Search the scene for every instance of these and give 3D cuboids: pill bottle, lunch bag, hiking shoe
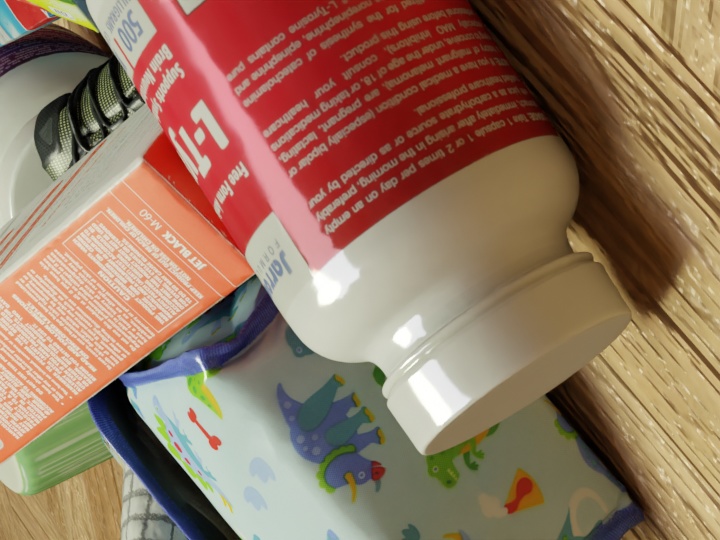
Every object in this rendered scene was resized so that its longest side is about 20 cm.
[{"bbox_3d":[0.002,-0.043,0.935,0.200,0.112,0.112,57,163,12],"label":"pill bottle"},{"bbox_3d":[-0.014,0.074,1.098,0.170,0.127,0.200,52,161,-10],"label":"lunch bag"},{"bbox_3d":[-0.144,-0.053,1.310,0.112,0.112,0.200,66,169,-18],"label":"pill bottle"},{"bbox_3d":[-0.086,-0.061,1.136,0.200,0.100,0.076,89,180,-46],"label":"hiking shoe"}]

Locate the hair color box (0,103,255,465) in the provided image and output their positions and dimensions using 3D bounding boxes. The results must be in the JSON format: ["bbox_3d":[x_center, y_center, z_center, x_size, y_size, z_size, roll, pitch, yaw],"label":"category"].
[{"bbox_3d":[-0.093,-0.009,1.069,0.064,0.111,0.200,45,135,-12],"label":"hair color box"}]

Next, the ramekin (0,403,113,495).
[{"bbox_3d":[-0.211,0.041,1.711,0.200,0.098,0.200,52,162,25],"label":"ramekin"}]

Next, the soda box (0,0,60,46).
[{"bbox_3d":[-0.129,-0.149,1.217,0.064,0.068,0.200,63,163,-6],"label":"soda box"}]

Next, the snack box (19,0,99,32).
[{"bbox_3d":[-0.193,-0.174,1.035,0.200,0.068,0.169,21,171,13],"label":"snack box"}]

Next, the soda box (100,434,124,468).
[{"bbox_3d":[-0.113,0.040,1.488,0.068,0.064,0.200,48,159,35],"label":"soda box"}]

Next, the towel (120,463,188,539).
[{"bbox_3d":[-0.071,0.105,1.329,0.200,0.085,0.166,100,172,-64],"label":"towel"}]
